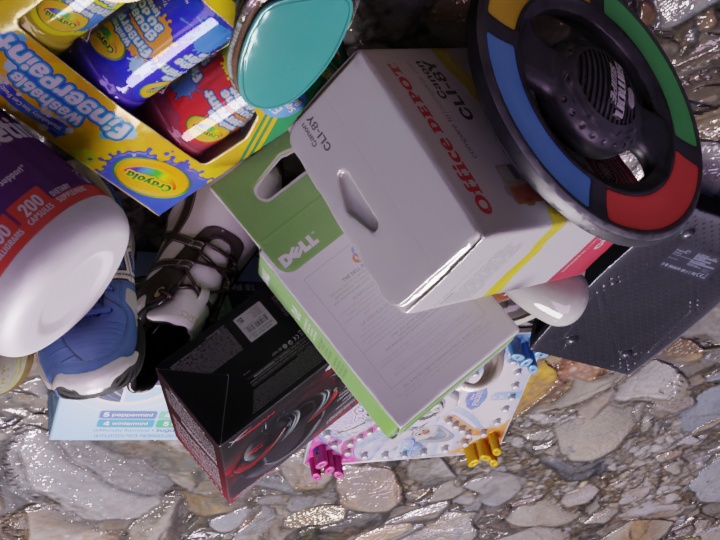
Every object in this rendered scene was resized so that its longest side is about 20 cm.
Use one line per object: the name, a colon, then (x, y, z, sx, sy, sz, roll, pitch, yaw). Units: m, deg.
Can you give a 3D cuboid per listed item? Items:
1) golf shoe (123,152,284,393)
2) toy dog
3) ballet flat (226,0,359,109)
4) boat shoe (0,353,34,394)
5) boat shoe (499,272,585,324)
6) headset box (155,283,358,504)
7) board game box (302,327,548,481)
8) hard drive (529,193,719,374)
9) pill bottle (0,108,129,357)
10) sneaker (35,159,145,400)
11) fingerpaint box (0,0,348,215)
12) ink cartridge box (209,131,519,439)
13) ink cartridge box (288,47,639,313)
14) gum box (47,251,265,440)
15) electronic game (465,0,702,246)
golf shoe: (-0.112, 0.005, 0.966, 0.078, 0.095, 0.200, 29, 102, -29)
toy dog: (0.062, -0.017, 0.993, 0.132, 0.200, 0.096, -43, 178, 4)
ballet flat: (-0.033, -0.169, 0.731, 0.069, 0.071, 0.200, -9, 155, -21)
boat shoe: (-0.293, 0.002, 0.874, 0.073, 0.201, 0.063, -40, 175, 20)
boat shoe: (0.078, 0.009, 1.083, 0.201, 0.072, 0.061, -15, 146, 6)
headset box: (-0.064, 0.085, 1.013, 0.149, 0.075, 0.200, -37, 164, -16)
board game box: (0.058, 0.127, 1.263, 0.199, 0.026, 0.200, -3, 141, -14)
hard drive: (0.244, 0.009, 1.158, 0.135, 0.042, 0.200, 15, 134, -31)
pill bottle: (-0.243, -0.048, 0.813, 0.113, 0.200, 0.112, -50, 171, -11)
sneaker: (-0.186, 0.005, 0.902, 0.076, 0.200, 0.077, -13, 131, -5)
fingerpaint box: (-0.130, -0.142, 0.830, 0.167, 0.073, 0.200, -30, 139, 20)
ink cartridge box: (0.000, 0.000, 0.904, 0.104, 0.200, 0.059, -38, 173, -13)
ink cartridge box: (0.074, -0.064, 0.874, 0.200, 0.145, 0.083, -12, 153, -49)
gum box: (-0.154, 0.066, 1.106, 0.169, 0.045, 0.200, 3, 140, -20)
electronic game: (0.144, -0.108, 0.855, 0.200, 0.201, 0.042, 18, 146, -34)
